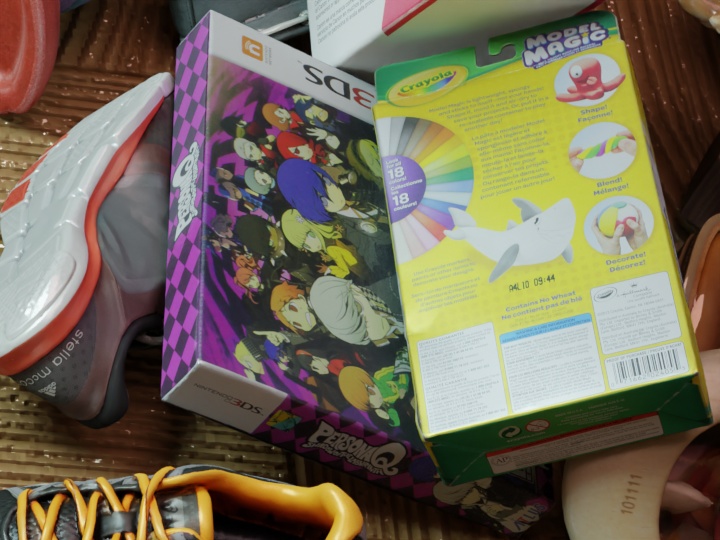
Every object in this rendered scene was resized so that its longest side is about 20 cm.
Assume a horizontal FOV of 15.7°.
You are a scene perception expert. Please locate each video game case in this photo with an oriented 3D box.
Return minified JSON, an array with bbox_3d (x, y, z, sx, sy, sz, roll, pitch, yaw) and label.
[{"bbox_3d":[0.000,0.000,1.136,0.181,0.036,0.201,23,45,-25],"label":"video game case"}]

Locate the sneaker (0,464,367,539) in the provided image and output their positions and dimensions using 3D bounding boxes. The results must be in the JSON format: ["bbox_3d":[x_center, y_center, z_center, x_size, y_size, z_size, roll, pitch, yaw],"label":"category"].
[{"bbox_3d":[-0.090,0.108,1.019,0.199,0.077,0.079,1,53,-18],"label":"sneaker"}]

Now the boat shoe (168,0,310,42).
[{"bbox_3d":[-0.009,-0.138,1.278,0.199,0.073,0.062,-11,99,-36],"label":"boat shoe"}]

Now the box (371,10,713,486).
[{"bbox_3d":[0.071,-0.016,1.097,0.117,0.048,0.201,-13,56,9],"label":"box"}]

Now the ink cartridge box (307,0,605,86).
[{"bbox_3d":[0.036,-0.198,1.187,0.084,0.145,0.201,3,72,-30],"label":"ink cartridge box"}]

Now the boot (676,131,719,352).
[{"bbox_3d":[0.209,0.031,1.208,0.155,0.077,0.200,29,40,-1],"label":"boot"}]

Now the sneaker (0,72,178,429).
[{"bbox_3d":[-0.108,-0.005,1.126,0.082,0.077,0.200,47,36,-22],"label":"sneaker"}]

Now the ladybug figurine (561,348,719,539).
[{"bbox_3d":[0.177,0.101,1.108,0.199,0.072,0.137,14,92,-11],"label":"ladybug figurine"}]

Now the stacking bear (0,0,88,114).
[{"bbox_3d":[-0.134,-0.184,1.222,0.121,0.114,0.200,36,47,9],"label":"stacking bear"}]

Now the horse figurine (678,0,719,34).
[{"bbox_3d":[0.195,-0.122,1.204,0.132,0.050,0.199,42,22,31],"label":"horse figurine"}]
